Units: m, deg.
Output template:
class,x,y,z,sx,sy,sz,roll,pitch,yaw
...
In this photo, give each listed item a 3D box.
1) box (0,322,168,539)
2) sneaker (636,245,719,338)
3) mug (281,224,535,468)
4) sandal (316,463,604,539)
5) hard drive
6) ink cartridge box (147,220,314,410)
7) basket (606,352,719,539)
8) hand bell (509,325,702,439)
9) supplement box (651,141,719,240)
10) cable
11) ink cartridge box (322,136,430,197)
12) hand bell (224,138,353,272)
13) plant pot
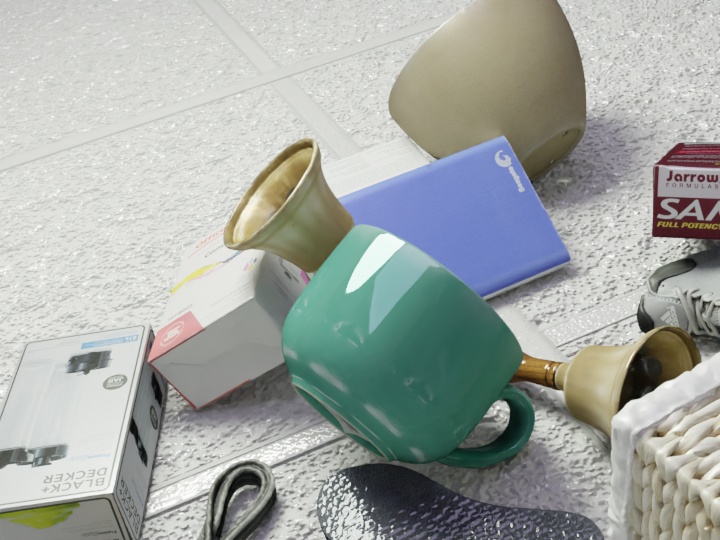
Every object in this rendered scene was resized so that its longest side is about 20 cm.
class,x,y,z,sx,sy,sz,roll,pitch,yaw
box,-0.220,0.131,0.884,0.115,0.061,0.201,-8,34,5
sneaker,0.273,0.043,0.870,0.114,0.076,0.200,-12,23,8
mug,0.032,0.070,0.788,0.184,0.152,0.115,37,77,14
sandal,0.061,0.182,0.751,0.198,0.043,0.076,11,48,21
hard drive,0.068,-0.028,1.003,0.198,0.025,0.133,-21,71,-15
ink cartridge box,-0.102,0.011,0.981,0.116,0.068,0.201,-30,27,22
basket,0.253,0.148,0.604,0.196,0.202,0.161,-23,41,-18
hand bell,0.144,0.077,0.855,0.104,0.105,0.199,-34,28,-31
supplement box,0.310,-0.070,0.958,0.108,0.062,0.200,3,12,21
cable,-0.114,0.195,0.766,0.096,0.051,0.200,18,45,35
ink cartridge box,0.018,-0.038,1.087,0.159,0.050,0.201,-21,46,-14
hand bell,0.000,0.000,0.902,0.104,0.200,0.105,-40,24,22
plant pot,0.144,-0.162,1.122,0.199,0.201,0.135,-27,72,-22
